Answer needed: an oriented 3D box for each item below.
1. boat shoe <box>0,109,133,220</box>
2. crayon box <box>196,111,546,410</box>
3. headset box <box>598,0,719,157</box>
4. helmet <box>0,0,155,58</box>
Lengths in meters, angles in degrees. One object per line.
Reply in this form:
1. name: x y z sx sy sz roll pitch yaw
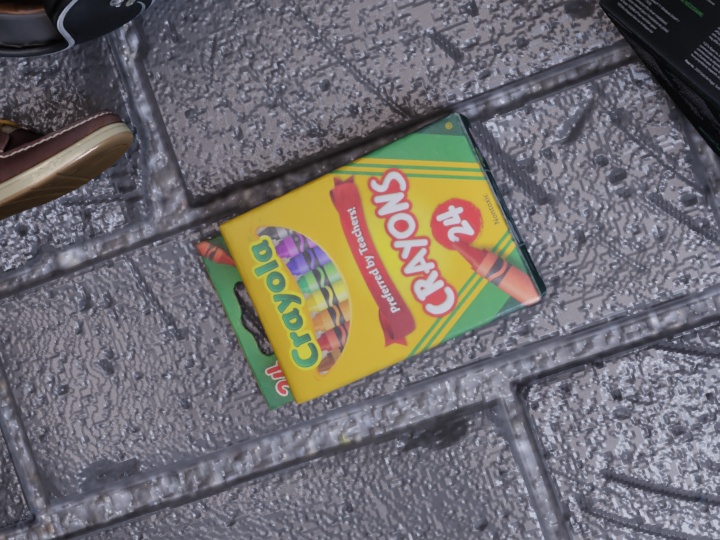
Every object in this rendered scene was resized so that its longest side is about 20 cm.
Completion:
1. boat shoe: -0.247 -0.070 0.845 0.200 0.072 0.072 -23 90 18
2. crayon box: 0.000 0.000 0.807 0.200 0.051 0.127 -25 88 12
3. headset box: 0.243 -0.078 0.661 0.093 0.200 0.174 -44 50 10
4. helmet: -0.188 -0.227 0.763 0.200 0.191 0.200 3 83 -27
